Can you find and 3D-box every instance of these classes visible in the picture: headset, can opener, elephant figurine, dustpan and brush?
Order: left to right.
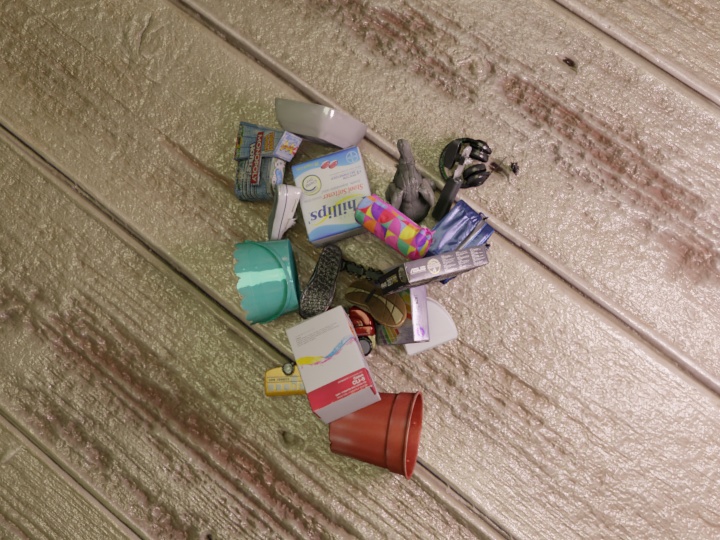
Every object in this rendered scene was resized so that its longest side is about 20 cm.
[{"bbox_3d":[0.116,-0.197,1.631,0.155,0.200,0.142,41,88,9],"label":"elephant figurine"},{"bbox_3d":[0.147,0.093,1.674,0.137,0.057,0.204,-20,88,3],"label":"dustpan and brush"},{"bbox_3d":[0.222,-0.221,1.662,0.066,0.052,0.203,28,115,21],"label":"can opener"},{"bbox_3d":[0.299,-0.267,1.698,0.196,0.094,0.126,5,88,22],"label":"headset"}]

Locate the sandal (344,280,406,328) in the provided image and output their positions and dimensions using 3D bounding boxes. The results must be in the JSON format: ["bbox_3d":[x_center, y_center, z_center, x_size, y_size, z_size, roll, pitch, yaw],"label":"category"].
[{"bbox_3d":[0.041,0.083,1.585,0.198,0.054,0.081,25,68,45],"label":"sandal"}]

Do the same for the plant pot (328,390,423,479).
[{"bbox_3d":[0.036,0.371,1.587,0.191,0.201,0.205,7,84,15],"label":"plant pot"}]

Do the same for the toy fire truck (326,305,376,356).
[{"bbox_3d":[-0.052,0.107,1.667,0.172,0.129,0.205,-5,92,5],"label":"toy fire truck"}]

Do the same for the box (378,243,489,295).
[{"bbox_3d":[0.156,0.000,1.456,0.196,0.161,0.050,-13,85,-20],"label":"box"}]

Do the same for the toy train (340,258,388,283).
[{"bbox_3d":[0.000,0.000,1.656,0.198,0.045,0.035,18,97,44],"label":"toy train"}]

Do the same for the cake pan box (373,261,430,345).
[{"bbox_3d":[0.094,0.083,1.613,0.051,0.199,0.188,1,82,-25],"label":"cake pan box"}]

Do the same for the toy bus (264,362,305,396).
[{"bbox_3d":[-0.137,0.267,1.672,0.196,0.065,0.080,-4,83,6],"label":"toy bus"}]

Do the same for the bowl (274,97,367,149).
[{"bbox_3d":[-0.103,-0.358,1.664,0.197,0.199,0.076,18,94,32],"label":"bowl"}]

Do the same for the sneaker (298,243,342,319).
[{"bbox_3d":[-0.092,0.032,1.643,0.071,0.083,0.203,24,76,-3],"label":"sneaker"}]

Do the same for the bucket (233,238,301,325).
[{"bbox_3d":[-0.224,0.022,1.648,0.132,0.207,0.212,-11,82,0],"label":"bucket"}]

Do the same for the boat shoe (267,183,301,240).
[{"bbox_3d":[-0.189,-0.131,1.679,0.065,0.201,0.075,1,54,-17],"label":"boat shoe"}]

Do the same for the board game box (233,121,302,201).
[{"bbox_3d":[-0.240,-0.283,1.700,0.198,0.061,0.204,2,82,44],"label":"board game box"}]

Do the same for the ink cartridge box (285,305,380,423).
[{"bbox_3d":[-0.061,0.211,1.505,0.142,0.146,0.203,-23,66,1],"label":"ink cartridge box"}]

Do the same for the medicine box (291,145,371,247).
[{"bbox_3d":[-0.060,-0.183,1.699,0.179,0.103,0.204,-16,81,4],"label":"medicine box"}]

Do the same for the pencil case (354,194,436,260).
[{"bbox_3d":[0.079,-0.102,1.557,0.199,0.088,0.089,34,88,25],"label":"pencil case"}]

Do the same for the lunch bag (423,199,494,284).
[{"bbox_3d":[0.236,-0.066,1.634,0.132,0.136,0.200,45,91,5],"label":"lunch bag"}]
